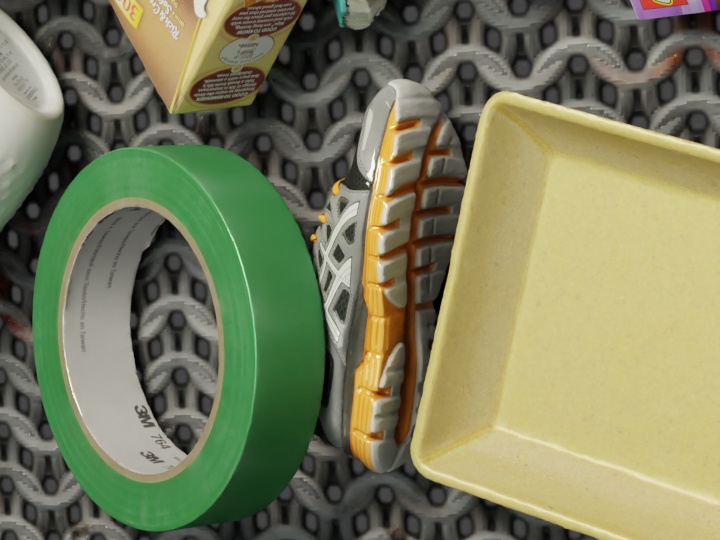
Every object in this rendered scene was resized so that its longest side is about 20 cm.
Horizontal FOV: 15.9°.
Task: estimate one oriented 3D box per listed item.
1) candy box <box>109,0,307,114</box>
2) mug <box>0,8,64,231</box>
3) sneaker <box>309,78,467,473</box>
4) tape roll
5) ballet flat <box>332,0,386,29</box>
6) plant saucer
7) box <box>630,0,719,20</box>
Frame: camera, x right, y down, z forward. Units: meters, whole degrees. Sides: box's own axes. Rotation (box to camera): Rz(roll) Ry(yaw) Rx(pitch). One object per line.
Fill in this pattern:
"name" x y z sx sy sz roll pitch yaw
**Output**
"candy box" -0.064 -0.188 1.298 0.116 0.055 0.200 61 139 27
"mug" -0.261 -0.061 1.388 0.175 0.200 0.148 -38 87 17
"sneaker" 0.000 0.000 1.320 0.077 0.078 0.201 16 102 34
"tape roll" -0.099 0.035 1.355 0.200 0.048 0.202 5 97 50
"ballet flat" 0.003 -0.225 1.305 0.071 0.072 0.201 -9 92 29
"plant saucer" 0.137 0.031 1.260 0.199 0.048 0.201 18 102 27
"box" 0.154 -0.213 1.167 0.136 0.039 0.201 -3 124 40
